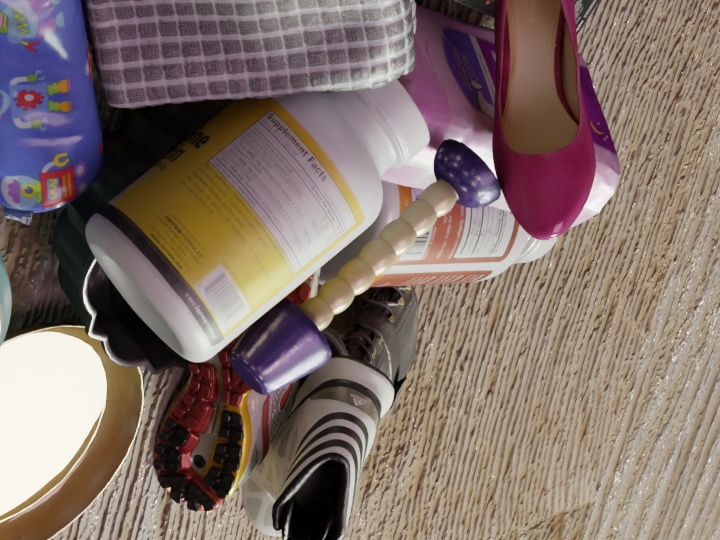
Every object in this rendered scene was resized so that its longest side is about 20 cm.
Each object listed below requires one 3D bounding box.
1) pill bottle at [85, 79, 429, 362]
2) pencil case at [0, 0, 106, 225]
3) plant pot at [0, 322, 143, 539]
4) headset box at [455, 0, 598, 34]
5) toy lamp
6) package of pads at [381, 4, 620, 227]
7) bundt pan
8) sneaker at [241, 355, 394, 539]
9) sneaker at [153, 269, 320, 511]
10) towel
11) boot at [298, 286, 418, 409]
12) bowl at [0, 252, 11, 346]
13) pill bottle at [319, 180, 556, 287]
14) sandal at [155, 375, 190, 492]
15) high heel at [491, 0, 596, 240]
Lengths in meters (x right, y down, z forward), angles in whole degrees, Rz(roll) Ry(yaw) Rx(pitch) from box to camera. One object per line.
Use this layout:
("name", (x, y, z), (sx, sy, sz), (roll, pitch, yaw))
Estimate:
("pill bottle", (-0.059, -0.045, 1.485), (0.200, 0.112, 0.112), (-40, 143, -12))
("pencil case", (-0.200, -0.124, 1.427), (0.087, 0.078, 0.200), (-9, 135, -6))
("plant pot", (-0.235, 0.113, 1.647), (0.200, 0.027, 0.200), (-27, 140, -26))
("headset box", (0.100, -0.247, 1.623), (0.200, 0.077, 0.149), (15, 111, -50))
("toy lamp", (0.000, 0.000, 1.533), (0.200, 0.058, 0.058), (-42, 144, -18))
("package of pads", (0.074, -0.106, 1.647), (0.200, 0.121, 0.076), (13, 138, -36))
("bundt pan", (-0.114, -0.037, 1.593), (0.202, 0.076, 0.202), (-26, 138, -26))
("sneaker", (-0.048, 0.150, 1.654), (0.201, 0.076, 0.115), (-58, -172, 51))
("sneaker", (-0.075, 0.057, 1.608), (0.082, 0.078, 0.200), (-27, 143, -64))
("towel", (-0.072, -0.179, 1.418), (0.200, 0.086, 0.166), (-5, 133, 5))
("boot", (-0.007, 0.059, 1.764), (0.200, 0.069, 0.174), (88, 23, -48))
("bowl", (-0.285, 0.022, 1.449), (0.201, 0.105, 0.201), (-27, 138, -28))
("pill bottle", (0.048, -0.045, 1.722), (0.200, 0.112, 0.112), (-2, 123, -45))
("sandal", (-0.083, 0.095, 1.750), (0.078, 0.070, 0.212), (-6, 126, -43))
("high heel", (0.112, -0.122, 1.548), (0.096, 0.067, 0.200), (67, 26, -58))
